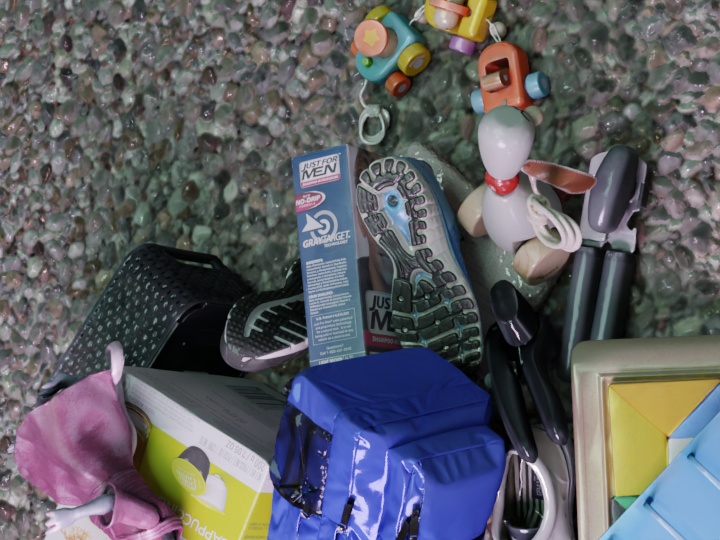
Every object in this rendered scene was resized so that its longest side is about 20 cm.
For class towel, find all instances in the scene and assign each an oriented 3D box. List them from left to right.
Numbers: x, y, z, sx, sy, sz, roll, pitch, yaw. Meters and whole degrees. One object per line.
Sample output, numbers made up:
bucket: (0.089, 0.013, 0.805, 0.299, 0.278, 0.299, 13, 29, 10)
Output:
towel: (0.078, -0.012, 1.572, 0.200, 0.034, 0.133, 40, 107, 32)

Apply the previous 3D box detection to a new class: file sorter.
file sorter: (0.286, 0.178, 1.299, 0.139, 0.123, 0.200, 43, 93, 10)

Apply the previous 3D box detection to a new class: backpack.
backpack: (0.015, 0.187, 1.419, 0.168, 0.162, 0.200, 42, 126, 45)

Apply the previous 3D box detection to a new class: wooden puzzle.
wooden puzzle: (0.257, 0.148, 1.384, 0.185, 0.037, 0.200, -3, 79, 11)

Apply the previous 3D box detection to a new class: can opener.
can opener: (0.126, 0.088, 1.423, 0.063, 0.079, 0.200, -37, 27, 20)
can opener: (0.193, -0.004, 1.476, 0.053, 0.066, 0.200, 11, 95, 36)

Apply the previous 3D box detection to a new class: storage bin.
storage bin: (-0.191, 0.086, 1.683, 0.094, 0.135, 0.200, 44, 109, 31)

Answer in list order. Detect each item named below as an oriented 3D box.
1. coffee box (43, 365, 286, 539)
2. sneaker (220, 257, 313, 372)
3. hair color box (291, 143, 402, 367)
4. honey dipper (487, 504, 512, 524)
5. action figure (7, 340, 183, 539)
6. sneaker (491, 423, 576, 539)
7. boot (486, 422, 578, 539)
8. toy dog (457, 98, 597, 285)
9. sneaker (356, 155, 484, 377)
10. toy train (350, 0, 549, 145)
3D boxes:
coffee box: (-0.122, 0.217, 1.579, 0.200, 0.200, 0.198, 28, 100, 35)
sneaker: (-0.066, 0.055, 1.578, 0.074, 0.200, 0.080, 31, 116, 13)
hair color box: (0.000, 0.000, 1.542, 0.060, 0.100, 0.200, -12, 77, 31)
honey dipper: (0.061, 0.237, 1.516, 0.200, 0.038, 0.038, -39, 62, 43)
action figure: (-0.198, 0.185, 1.475, 0.149, 0.134, 0.200, -38, 70, -22)
sneaker: (0.133, 0.223, 1.420, 0.073, 0.071, 0.200, -2, 97, 38)
boot: (0.120, 0.132, 1.508, 0.200, 0.064, 0.186, 38, 105, 34)
toy dog: (0.142, -0.073, 1.445, 0.096, 0.200, 0.132, -39, 85, -15)
sneaker: (0.067, -0.006, 1.514, 0.078, 0.090, 0.200, -12, 98, 28)
toy train: (0.065, -0.183, 1.591, 0.200, 0.056, 0.150, -9, 78, 33)
